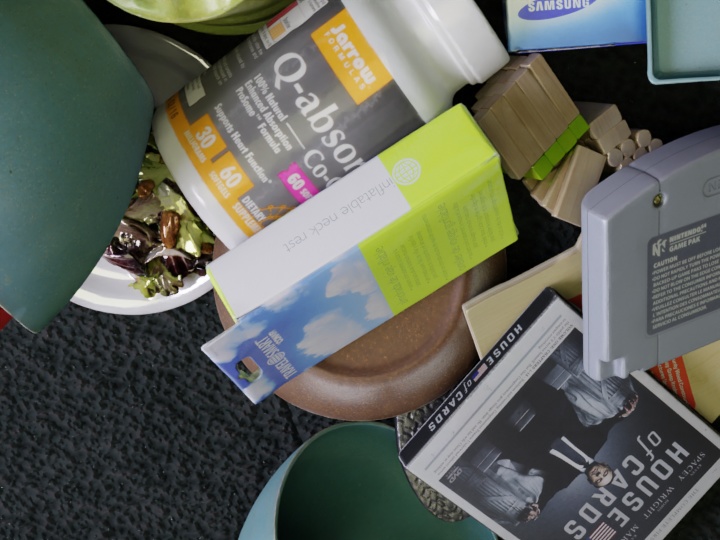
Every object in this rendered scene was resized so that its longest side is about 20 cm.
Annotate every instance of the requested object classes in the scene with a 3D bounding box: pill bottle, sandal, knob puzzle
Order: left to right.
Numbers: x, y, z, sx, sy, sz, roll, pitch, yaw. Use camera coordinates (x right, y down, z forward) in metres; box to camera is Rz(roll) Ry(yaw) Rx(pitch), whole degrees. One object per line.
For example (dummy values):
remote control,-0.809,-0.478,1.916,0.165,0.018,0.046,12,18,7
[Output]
pill bottle,-0.017,-0.105,0.822,0.199,0.117,0.117,-36,103,9
sandal,0.045,0.072,0.949,0.074,0.045,0.202,-19,89,-6
knob puzzle,0.181,0.051,0.933,0.216,0.031,0.223,-5,115,-11

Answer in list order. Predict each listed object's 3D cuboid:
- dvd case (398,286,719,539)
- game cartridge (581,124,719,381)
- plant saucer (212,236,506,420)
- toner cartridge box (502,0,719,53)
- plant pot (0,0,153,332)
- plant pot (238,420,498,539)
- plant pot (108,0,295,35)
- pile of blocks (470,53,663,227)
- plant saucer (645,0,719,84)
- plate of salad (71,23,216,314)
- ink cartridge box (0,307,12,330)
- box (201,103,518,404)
dvd case,0.144,0.123,0.923,0.199,0.025,0.151,38,98,-25
game cartridge,0.221,-0.022,0.855,0.198,0.041,0.135,-18,115,-24
plant saucer,0.000,0.000,0.903,0.197,0.037,0.204,0,92,-1
toner cartridge box,0.185,-0.167,0.832,0.197,0.095,0.044,-4,108,5
plant pot,-0.194,-0.086,0.760,0.134,0.200,0.201,-41,102,-7
plant pot,-0.013,0.224,0.946,0.200,0.201,0.135,42,132,-10
plant pot,-0.091,-0.221,0.788,0.197,0.185,0.203,1,109,3
pile of blocks,0.142,-0.066,0.865,0.198,0.062,0.083,23,89,-25
plant saucer,0.192,-0.206,0.772,0.069,0.019,0.203,-2,90,6
plate of salad,-0.163,-0.062,0.920,0.197,0.048,0.203,1,108,4
ink cartridge box,-0.301,-0.042,0.901,0.066,0.116,0.202,-15,106,11
box,-0.003,-0.005,0.823,0.199,0.122,0.048,-32,66,-1
